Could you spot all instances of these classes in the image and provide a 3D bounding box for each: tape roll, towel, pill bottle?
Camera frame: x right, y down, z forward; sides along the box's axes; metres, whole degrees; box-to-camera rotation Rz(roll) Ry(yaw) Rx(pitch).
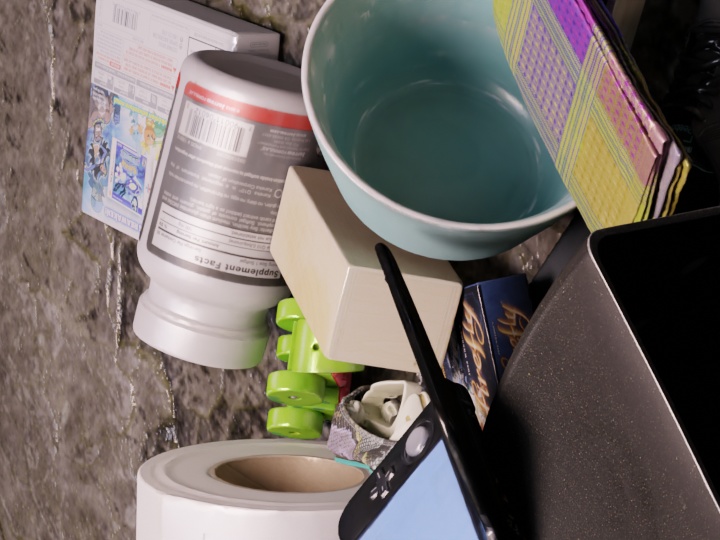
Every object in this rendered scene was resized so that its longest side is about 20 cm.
[{"bbox_3d":[-0.048,0.166,1.761,0.202,0.202,0.071,16,107,53],"label":"tape roll"},{"bbox_3d":[0.125,-0.102,1.492,0.144,0.023,0.200,98,151,-59],"label":"towel"},{"bbox_3d":[-0.089,-0.042,1.850,0.116,0.116,0.200,33,113,48],"label":"pill bottle"}]

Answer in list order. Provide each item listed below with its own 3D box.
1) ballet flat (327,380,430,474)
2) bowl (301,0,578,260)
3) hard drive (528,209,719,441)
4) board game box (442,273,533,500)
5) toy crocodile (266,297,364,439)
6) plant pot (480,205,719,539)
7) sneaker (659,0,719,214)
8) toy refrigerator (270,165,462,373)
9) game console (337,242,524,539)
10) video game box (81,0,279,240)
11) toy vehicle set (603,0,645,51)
[{"bbox_3d":[0.030,0.105,1.679,0.200,0.072,0.072,-160,69,-69],"label":"ballet flat"},{"bbox_3d":[0.057,-0.086,1.615,0.105,0.201,0.201,108,143,-60],"label":"bowl"},{"bbox_3d":[0.168,0.061,1.588,0.200,0.033,0.140,60,138,30],"label":"hard drive"},{"bbox_3d":[0.085,0.110,1.668,0.135,0.035,0.200,156,103,-72],"label":"board game box"},{"bbox_3d":[-0.029,0.069,1.799,0.200,0.062,0.068,96,-179,-72],"label":"toy crocodile"},{"bbox_3d":[0.183,0.093,1.410,0.177,0.200,0.200,-44,65,48],"label":"plant pot"},{"bbox_3d":[0.205,-0.095,1.478,0.075,0.079,0.200,0,93,55],"label":"sneaker"},{"bbox_3d":[0.000,0.000,1.717,0.200,0.076,0.070,-121,42,-66],"label":"toy refrigerator"},{"bbox_3d":[0.019,0.117,1.492,0.176,0.116,0.200,-51,26,19],"label":"game console"},{"bbox_3d":[-0.136,-0.106,1.987,0.200,0.047,0.182,26,113,51],"label":"video game box"},{"bbox_3d":[0.115,-0.197,1.510,0.124,0.027,0.200,52,159,21],"label":"toy vehicle set"}]
